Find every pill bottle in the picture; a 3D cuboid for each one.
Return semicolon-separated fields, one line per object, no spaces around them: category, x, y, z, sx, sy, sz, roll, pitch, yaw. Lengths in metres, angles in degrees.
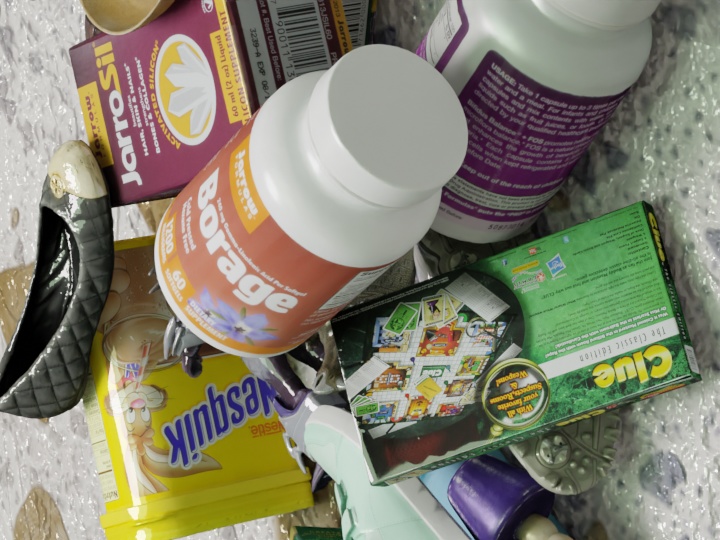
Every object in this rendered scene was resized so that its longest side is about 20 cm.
pill bottle;-0.026;-0.039;1.336;0.200;0.112;0.113;-42;66;52
pill bottle;0.092;-0.115;1.342;0.113;0.112;0.200;60;141;24

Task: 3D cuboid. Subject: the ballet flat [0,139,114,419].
ballet flat;-0.198;0.011;1.582;0.066;0.057;0.201;40;127;46

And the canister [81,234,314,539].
canister;-0.122;0.078;1.662;0.086;0.148;0.201;-21;81;54

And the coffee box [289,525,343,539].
coffee box;-0.017;0.250;1.570;0.200;0.044;0.124;-126;41;-74

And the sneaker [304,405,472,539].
sneaker;-0.006;0.168;1.450;0.200;0.118;0.074;46;172;42

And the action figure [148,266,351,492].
action figure;-0.063;0.043;1.594;0.200;0.130;0.070;46;137;21

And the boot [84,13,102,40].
boot;-0.174;-0.207;1.725;0.200;0.070;0.147;57;148;38

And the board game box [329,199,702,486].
board game box;0.084;0.043;1.374;0.199;0.023;0.105;-20;72;21

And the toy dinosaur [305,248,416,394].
toy dinosaur;0.000;0.000;1.513;0.102;0.077;0.201;-4;61;32

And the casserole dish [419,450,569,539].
casserole dish;0.077;0.170;1.506;0.200;0.039;0.122;49;135;34

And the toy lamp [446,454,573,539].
toy lamp;0.130;0.174;1.387;0.200;0.058;0.058;37;129;29

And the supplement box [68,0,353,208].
supplement box;-0.090;-0.111;1.513;0.200;0.085;0.111;-13;89;55

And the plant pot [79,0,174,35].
plant pot;-0.126;-0.240;1.464;0.200;0.027;0.202;-14;74;59

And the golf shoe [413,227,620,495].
golf shoe;0.090;0.048;1.445;0.097;0.078;0.201;108;142;-63

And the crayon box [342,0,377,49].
crayon box;-0.067;-0.127;1.602;0.172;0.058;0.201;32;124;45
